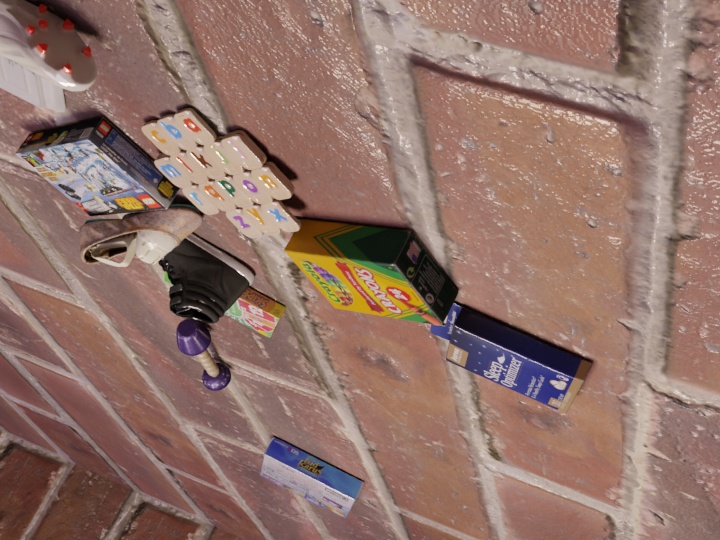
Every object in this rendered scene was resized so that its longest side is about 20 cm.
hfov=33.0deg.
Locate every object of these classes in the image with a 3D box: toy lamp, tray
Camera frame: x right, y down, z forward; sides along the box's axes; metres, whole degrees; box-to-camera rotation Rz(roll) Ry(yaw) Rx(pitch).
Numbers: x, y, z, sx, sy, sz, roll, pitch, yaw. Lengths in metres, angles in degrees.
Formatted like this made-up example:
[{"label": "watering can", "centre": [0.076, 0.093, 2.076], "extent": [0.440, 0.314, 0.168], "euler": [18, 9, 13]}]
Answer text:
[{"label": "toy lamp", "centre": [-0.262, 0.138, 2.003], "extent": [0.058, 0.058, 0.200], "euler": [21, 156, 17]}, {"label": "tray", "centre": [-0.395, -0.246, 1.391], "extent": [0.107, 0.022, 0.200], "euler": [26, 157, 1]}]

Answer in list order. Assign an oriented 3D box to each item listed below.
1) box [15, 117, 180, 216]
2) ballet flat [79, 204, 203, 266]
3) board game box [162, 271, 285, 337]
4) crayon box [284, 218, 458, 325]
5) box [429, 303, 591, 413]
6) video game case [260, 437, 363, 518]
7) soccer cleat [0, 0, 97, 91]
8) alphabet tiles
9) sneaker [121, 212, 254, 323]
[{"label": "box", "centre": [-0.337, -0.128, 1.550], "extent": [0.200, 0.040, 0.137], "euler": [-1, 143, 49]}, {"label": "ballet flat", "centre": [-0.291, -0.038, 1.599], "extent": [0.200, 0.067, 0.068], "euler": [-9, 151, 33]}, {"label": "board game box", "centre": [-0.207, 0.028, 1.755], "extent": [0.200, 0.030, 0.096], "euler": [31, 157, -1]}, {"label": "crayon box", "centre": [0.000, 0.000, 1.430], "extent": [0.200, 0.051, 0.127], "euler": [8, 150, 40]}, {"label": "box", "centre": [0.174, 0.104, 1.481], "extent": [0.200, 0.032, 0.121], "euler": [25, 157, 10]}, {"label": "video game case", "centre": [-0.100, 0.414, 2.416], "extent": [0.200, 0.045, 0.181], "euler": [27, 156, 4]}, {"label": "soccer cleat", "centre": [-0.365, -0.251, 1.282], "extent": [0.200, 0.069, 0.078], "euler": [37, 138, -3]}, {"label": "alphabet tiles", "centre": [-0.160, -0.111, 1.410], "extent": [0.196, 0.015, 0.200], "euler": [46, 152, -25]}, {"label": "sneaker", "centre": [-0.253, 0.000, 1.651], "extent": [0.200, 0.099, 0.071], "euler": [29, 159, 1]}]
